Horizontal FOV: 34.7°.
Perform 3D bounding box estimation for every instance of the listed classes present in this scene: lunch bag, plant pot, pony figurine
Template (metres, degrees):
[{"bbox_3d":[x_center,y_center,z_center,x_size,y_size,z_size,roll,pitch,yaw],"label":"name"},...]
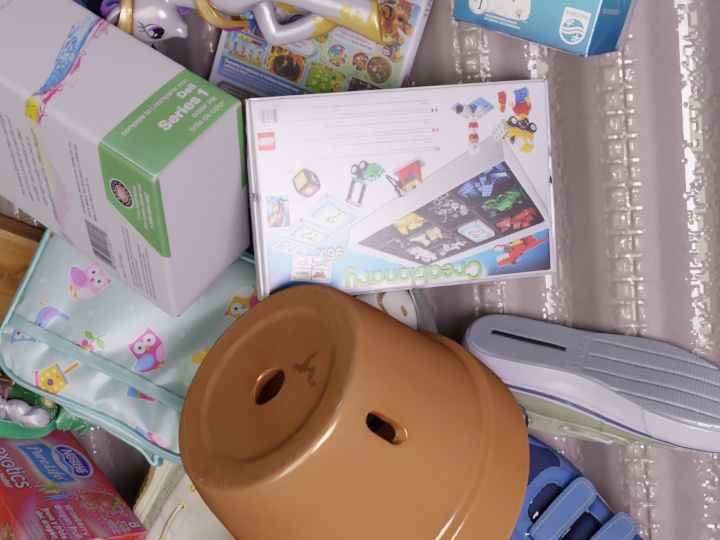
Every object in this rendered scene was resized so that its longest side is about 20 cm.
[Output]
[{"bbox_3d":[-0.151,0.047,0.831,0.198,0.077,0.162,24,77,8],"label":"lunch bag"},{"bbox_3d":[-0.017,0.103,0.699,0.198,0.202,0.140,-27,131,24],"label":"plant pot"},{"bbox_3d":[-0.091,-0.225,0.744,0.196,0.167,0.196,-5,108,7],"label":"pony figurine"}]

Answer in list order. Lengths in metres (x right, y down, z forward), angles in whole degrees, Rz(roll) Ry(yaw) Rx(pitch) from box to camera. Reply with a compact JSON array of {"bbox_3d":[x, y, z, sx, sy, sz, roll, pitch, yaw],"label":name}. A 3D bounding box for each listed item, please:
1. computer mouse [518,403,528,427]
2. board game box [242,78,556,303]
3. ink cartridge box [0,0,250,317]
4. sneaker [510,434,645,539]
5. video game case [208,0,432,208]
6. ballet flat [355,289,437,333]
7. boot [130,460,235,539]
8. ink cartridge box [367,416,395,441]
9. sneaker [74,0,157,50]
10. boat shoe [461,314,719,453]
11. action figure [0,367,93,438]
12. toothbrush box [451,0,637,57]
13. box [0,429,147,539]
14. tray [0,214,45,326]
[{"bbox_3d":[0.037,0.161,0.755,0.058,0.034,0.201,39,101,4],"label":"computer mouse"},{"bbox_3d":[0.027,-0.053,0.741,0.197,0.035,0.129,-5,97,-12],"label":"board game box"},{"bbox_3d":[-0.174,-0.084,0.758,0.199,0.084,0.146,32,149,19],"label":"ink cartridge box"},{"bbox_3d":[0.150,0.182,0.765,0.074,0.082,0.200,-43,88,-14],"label":"sneaker"},{"bbox_3d":[-0.039,-0.134,0.819,0.142,0.018,0.203,24,109,16],"label":"video game case"},{"bbox_3d":[0.000,0.000,0.793,0.066,0.064,0.203,-17,103,14],"label":"ballet flat"},{"bbox_3d":[-0.098,0.206,0.887,0.153,0.072,0.202,26,106,13],"label":"boot"},{"bbox_3d":[0.030,0.226,0.809,0.162,0.050,0.200,-44,90,2],"label":"ink cartridge box"},{"bbox_3d":[-0.204,-0.156,0.858,0.078,0.070,0.201,-38,80,29],"label":"sneaker"},{"bbox_3d":[0.161,0.082,0.767,0.197,0.072,0.063,17,132,22],"label":"boat shoe"},{"bbox_3d":[-0.304,0.091,0.904,0.197,0.118,0.055,17,104,-10],"label":"action figure"},{"bbox_3d":[0.132,-0.233,0.660,0.084,0.146,0.203,18,106,16],"label":"toothbrush box"},{"bbox_3d":[-0.256,0.192,0.890,0.199,0.094,0.101,35,116,44],"label":"box"},{"bbox_3d":[-0.292,0.009,0.942,0.197,0.037,0.100,18,107,16],"label":"tray"}]
